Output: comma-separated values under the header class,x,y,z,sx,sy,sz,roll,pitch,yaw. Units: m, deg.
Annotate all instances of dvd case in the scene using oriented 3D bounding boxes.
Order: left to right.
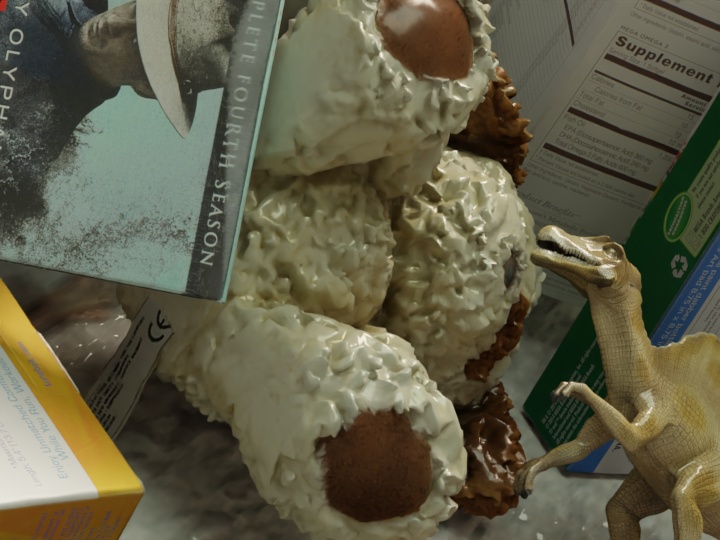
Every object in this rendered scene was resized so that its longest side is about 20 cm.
class,x,y,z,sx,sy,sz,roll,pitch,yaw
dvd case,-0.127,-0.078,0.666,0.200,0.146,0.022,12,-1,-1

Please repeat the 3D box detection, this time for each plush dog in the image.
class,x,y,z,sx,sy,sz,roll,pitch,yaw
plush dog,0.000,0.000,0.754,0.160,0.200,0.172,-2,-10,40

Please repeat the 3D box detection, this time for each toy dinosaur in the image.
class,x,y,z,sx,sy,sz,roll,pitch,yaw
toy dinosaur,0.116,0.075,0.761,0.101,0.058,0.200,-51,122,-27

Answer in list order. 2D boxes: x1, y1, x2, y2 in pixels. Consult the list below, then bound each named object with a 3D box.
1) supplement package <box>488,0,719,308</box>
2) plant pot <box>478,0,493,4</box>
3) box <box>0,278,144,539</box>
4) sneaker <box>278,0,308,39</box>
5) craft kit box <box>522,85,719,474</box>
class,x,y,z,sx,sy,sz,roll,pitch,yaw
supplement package,0.124,-0.091,0.871,0.109,0.200,0.114,19,39,-19
plant pot,0.108,-0.171,1.021,0.183,0.200,0.200,45,31,7
box,-0.175,0.045,0.612,0.200,0.041,0.119,-3,43,-42
sneaker,0.010,-0.096,0.846,0.076,0.114,0.199,36,-20,44
craft kit box,0.192,-0.001,0.850,0.197,0.200,0.049,8,34,-35
